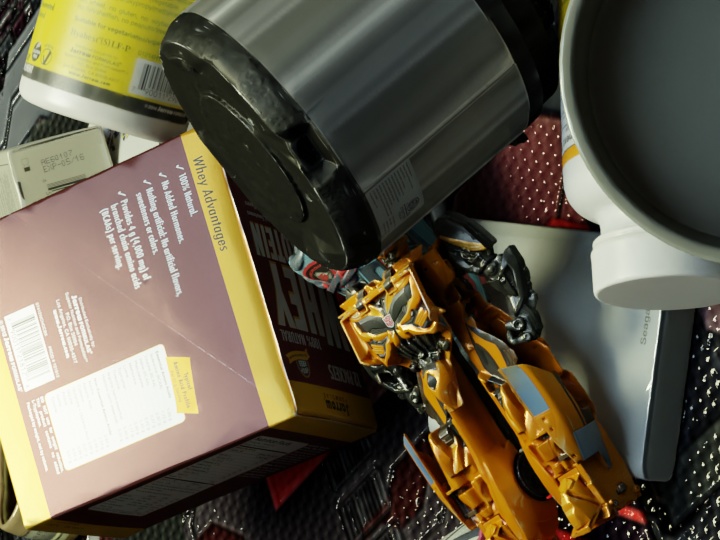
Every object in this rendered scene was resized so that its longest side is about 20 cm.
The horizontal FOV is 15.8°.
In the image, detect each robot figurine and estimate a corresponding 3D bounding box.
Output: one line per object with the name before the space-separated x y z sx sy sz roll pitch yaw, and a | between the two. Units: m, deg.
robot figurine | 0.064 0.066 1.449 0.201 0.058 0.145 55 136 4

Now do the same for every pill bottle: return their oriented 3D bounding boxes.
pill bottle | -0.136 -0.189 1.627 0.111 0.111 0.201 22 97 53
pill bottle | 0.162 -0.086 1.383 0.111 0.110 0.202 -18 68 52

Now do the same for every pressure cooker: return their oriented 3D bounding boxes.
pressure cooker | 0.013 -0.119 1.426 0.179 0.200 0.176 51 168 -4

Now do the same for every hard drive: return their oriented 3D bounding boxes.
hard drive | 0.114 0.042 1.505 0.199 0.027 0.133 8 91 54

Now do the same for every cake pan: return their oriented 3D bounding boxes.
cake pan | 0.199 -0.101 1.300 0.037 0.198 0.202 39 -125 -83

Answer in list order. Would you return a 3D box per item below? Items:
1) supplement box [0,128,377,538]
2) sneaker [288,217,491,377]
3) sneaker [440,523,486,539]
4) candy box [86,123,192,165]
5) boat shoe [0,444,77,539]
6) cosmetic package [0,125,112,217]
supplement box | -0.126 0.042 1.656 0.199 0.133 0.199 -23 74 18
sneaker | 0.000 0.000 1.543 0.201 0.095 0.079 57 138 19
sneaker | 0.024 0.194 1.560 0.200 0.080 0.075 -42 50 43
candy box | -0.115 -0.154 1.796 0.168 0.071 0.201 43 119 62
boat shoe | -0.249 0.106 1.966 0.074 0.066 0.202 -32 59 47
cosmetic package | -0.223 -0.044 1.875 0.200 0.073 0.104 -173 68 -75
